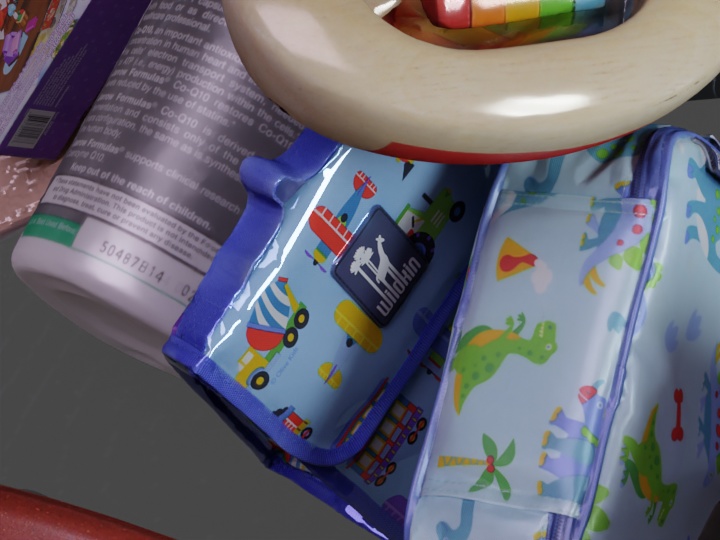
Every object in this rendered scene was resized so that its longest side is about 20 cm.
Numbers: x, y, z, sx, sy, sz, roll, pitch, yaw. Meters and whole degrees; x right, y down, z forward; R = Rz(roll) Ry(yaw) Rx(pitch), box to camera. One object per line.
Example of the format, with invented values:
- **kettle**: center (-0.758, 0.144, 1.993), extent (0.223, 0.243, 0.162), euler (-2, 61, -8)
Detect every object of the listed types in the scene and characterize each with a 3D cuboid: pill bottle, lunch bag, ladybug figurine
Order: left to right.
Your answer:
- **pill bottle**: center (-0.051, -0.061, 1.248), extent (0.113, 0.113, 0.201), euler (21, 77, 30)
- **lunch bag**: center (0.000, 0.000, 1.146), extent (0.094, 0.200, 0.151), euler (30, 81, 32)
- **ladybug figurine**: center (0.044, -0.090, 1.046), extent (0.199, 0.072, 0.136), euler (-5, 57, -19)
- **lunch bag**: center (0.095, 0.052, 1.105), extent (0.082, 0.161, 0.201), euler (6, 72, 29)

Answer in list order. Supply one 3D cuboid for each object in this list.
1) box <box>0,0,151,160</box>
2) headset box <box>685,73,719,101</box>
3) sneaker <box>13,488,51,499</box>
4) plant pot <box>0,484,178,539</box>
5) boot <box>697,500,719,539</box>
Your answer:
- **box**: center (-0.129, -0.168, 1.324), extent (0.200, 0.039, 0.137), euler (-53, 53, 28)
- **headset box**: center (0.096, -0.138, 1.160), extent (0.199, 0.149, 0.077), euler (-3, 49, 31)
- **sneaker**: center (-0.195, 0.174, 1.223), extent (0.200, 0.071, 0.098), euler (-32, 56, 5)
- **plant pot**: center (-0.118, 0.181, 1.091), extent (0.176, 0.200, 0.200), euler (29, 79, 18)
- **boot**: center (0.169, 0.087, 1.106), extent (0.073, 0.076, 0.200), euler (24, 52, 20)
